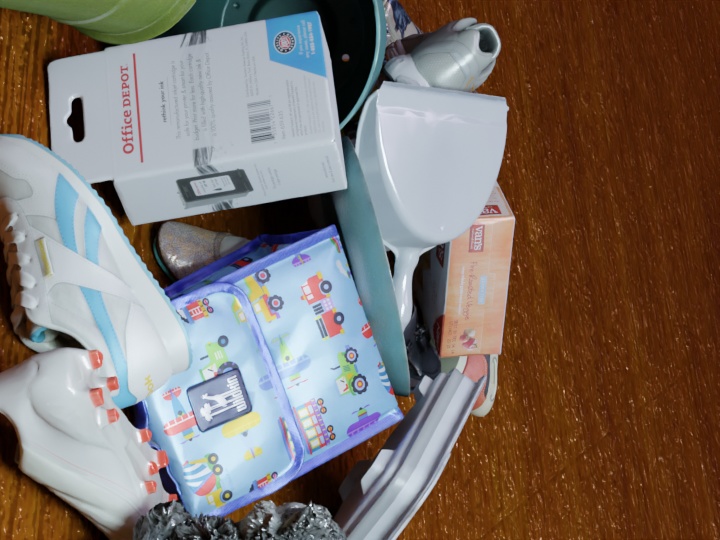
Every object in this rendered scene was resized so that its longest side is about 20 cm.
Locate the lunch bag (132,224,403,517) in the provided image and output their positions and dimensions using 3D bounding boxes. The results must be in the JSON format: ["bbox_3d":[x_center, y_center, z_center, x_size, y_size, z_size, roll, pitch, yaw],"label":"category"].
[{"bbox_3d":[-0.089,0.076,1.431,0.200,0.094,0.151,-28,103,-38],"label":"lunch bag"}]

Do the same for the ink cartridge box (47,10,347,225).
[{"bbox_3d":[-0.117,-0.105,1.474,0.067,0.200,0.116,74,8,-61],"label":"ink cartridge box"}]

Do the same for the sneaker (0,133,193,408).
[{"bbox_3d":[-0.194,-0.001,1.319,0.081,0.077,0.200,-34,81,-27],"label":"sneaker"}]

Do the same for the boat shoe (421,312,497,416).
[{"bbox_3d":[0.095,0.039,1.852,0.063,0.071,0.200,36,41,-31],"label":"boat shoe"}]

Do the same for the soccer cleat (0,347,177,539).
[{"bbox_3d":[-0.170,0.118,1.282,0.200,0.077,0.069,69,12,-46],"label":"soccer cleat"}]

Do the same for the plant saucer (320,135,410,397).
[{"bbox_3d":[0.000,0.000,1.541,0.200,0.027,0.201,166,-90,-85],"label":"plant saucer"}]

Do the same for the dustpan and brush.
[{"bbox_3d":[0.045,-0.040,1.605,0.139,0.057,0.201,4,89,-38],"label":"dustpan and brush"}]

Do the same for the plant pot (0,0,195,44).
[{"bbox_3d":[-0.228,-0.248,1.388,0.190,0.200,0.200,-12,78,-51],"label":"plant pot"}]

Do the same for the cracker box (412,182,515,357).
[{"bbox_3d":[0.077,-0.035,1.763,0.200,0.058,0.134,-111,-158,-57],"label":"cracker box"}]

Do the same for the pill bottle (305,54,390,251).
[{"bbox_3d":[-0.002,-0.108,1.727,0.109,0.109,0.200,49,14,-31],"label":"pill bottle"}]

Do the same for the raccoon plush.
[{"bbox_3d":[-0.080,0.217,1.221,0.097,0.134,0.200,51,48,-38],"label":"raccoon plush"}]

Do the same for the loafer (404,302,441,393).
[{"bbox_3d":[0.017,0.041,1.710,0.200,0.063,0.072,38,34,-44],"label":"loafer"}]

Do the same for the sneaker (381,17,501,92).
[{"bbox_3d":[0.074,-0.169,1.692,0.076,0.092,0.200,56,8,-11],"label":"sneaker"}]

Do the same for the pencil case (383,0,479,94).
[{"bbox_3d":[0.047,-0.189,1.957,0.200,0.078,0.089,47,9,-33],"label":"pencil case"}]

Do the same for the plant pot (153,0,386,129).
[{"bbox_3d":[-0.070,-0.185,1.608,0.201,0.200,0.161,65,12,-1],"label":"plant pot"}]

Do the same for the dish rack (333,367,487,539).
[{"bbox_3d":[0.015,0.159,1.507,0.044,0.172,0.200,35,29,0],"label":"dish rack"}]

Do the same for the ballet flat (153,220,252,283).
[{"bbox_3d":[-0.072,0.018,1.555,0.200,0.067,0.068,43,33,-38],"label":"ballet flat"}]
